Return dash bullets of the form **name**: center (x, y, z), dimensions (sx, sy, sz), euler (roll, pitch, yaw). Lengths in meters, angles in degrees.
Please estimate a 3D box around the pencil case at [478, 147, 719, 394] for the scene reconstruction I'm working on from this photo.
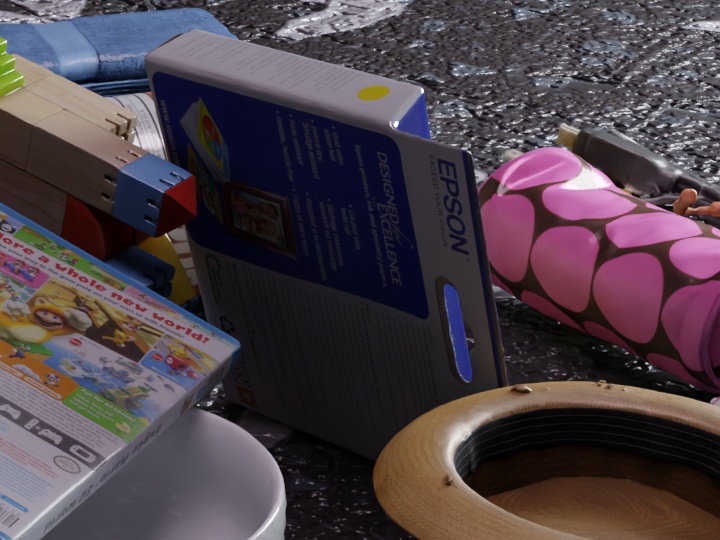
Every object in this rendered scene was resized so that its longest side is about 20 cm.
- **pencil case**: center (0.145, -0.004, 1.384), dimensions (0.094, 0.091, 0.200), euler (-47, 42, -14)

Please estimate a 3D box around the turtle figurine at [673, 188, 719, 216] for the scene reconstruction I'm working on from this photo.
- **turtle figurine**: center (0.244, 0.000, 1.236), dimensions (0.160, 0.065, 0.200), euler (-2, 9, -23)

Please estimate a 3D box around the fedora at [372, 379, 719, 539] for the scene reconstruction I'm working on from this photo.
- **fedora**: center (0.101, 0.115, 1.085), dimensions (0.199, 0.082, 0.201), euler (3, 24, -1)

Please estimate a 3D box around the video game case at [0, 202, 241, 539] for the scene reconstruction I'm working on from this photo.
- **video game case**: center (-0.151, 0.038, 1.079), dimensions (0.142, 0.018, 0.200), euler (29, 30, 12)

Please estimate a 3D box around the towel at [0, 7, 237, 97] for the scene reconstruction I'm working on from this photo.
- **towel**: center (-0.184, -0.131, 1.748), dimensions (0.198, 0.049, 0.112), euler (-7, 23, -16)

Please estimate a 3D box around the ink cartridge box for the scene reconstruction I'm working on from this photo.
- **ink cartridge box**: center (0.000, 0.000, 1.221), dimensions (0.199, 0.199, 0.047), euler (18, 41, 38)

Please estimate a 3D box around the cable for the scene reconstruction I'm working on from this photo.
- **cable**: center (0.182, -0.035, 1.551), dimensions (0.199, 0.051, 0.097), euler (29, 16, 29)

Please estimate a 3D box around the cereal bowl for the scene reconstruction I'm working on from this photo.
- **cereal bowl**: center (-0.128, 0.123, 1.067), dimensions (0.198, 0.084, 0.200), euler (1, 22, 0)

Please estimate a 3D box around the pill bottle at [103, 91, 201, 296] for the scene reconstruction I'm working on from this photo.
- **pill bottle**: center (-0.130, -0.035, 1.425), dimensions (0.198, 0.113, 0.112), euler (-9, 23, -20)

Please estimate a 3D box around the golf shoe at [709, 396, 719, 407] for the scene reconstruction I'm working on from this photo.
- **golf shoe**: center (0.238, 0.078, 1.199), dimensions (0.199, 0.076, 0.091), euler (-11, 28, -24)

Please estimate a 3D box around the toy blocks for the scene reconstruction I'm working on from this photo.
- **toy blocks**: center (-0.137, -0.003, 1.275), dimensions (0.136, 0.201, 0.100), euler (27, 32, 21)
